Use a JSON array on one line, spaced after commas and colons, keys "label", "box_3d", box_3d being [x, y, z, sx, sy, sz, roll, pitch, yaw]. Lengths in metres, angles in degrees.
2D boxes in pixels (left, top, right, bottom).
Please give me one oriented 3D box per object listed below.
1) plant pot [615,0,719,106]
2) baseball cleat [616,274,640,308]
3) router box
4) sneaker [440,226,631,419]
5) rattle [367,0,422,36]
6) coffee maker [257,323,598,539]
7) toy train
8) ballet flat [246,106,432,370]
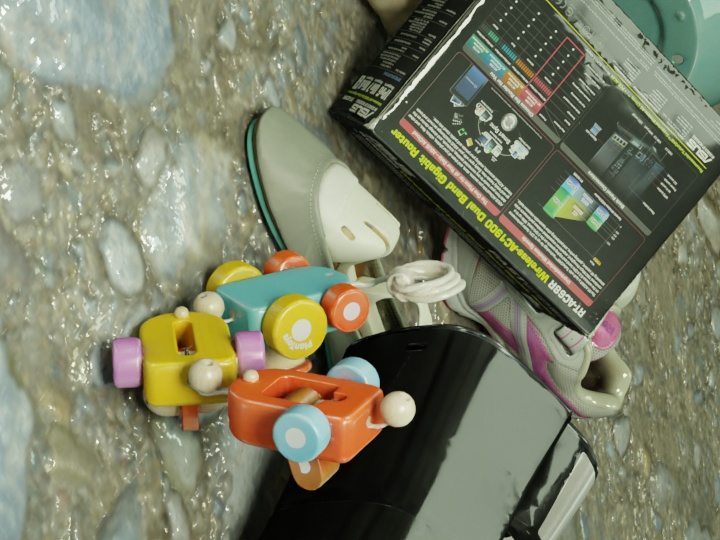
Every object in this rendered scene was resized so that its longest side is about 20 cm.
[{"label": "plant pot", "box_3d": [0.206, -0.196, 1.451, 0.161, 0.201, 0.201, -40, 121, -48]}, {"label": "baseball cleat", "box_3d": [0.123, -0.058, 1.399, 0.106, 0.070, 0.200, 120, -44, -69]}, {"label": "router box", "box_3d": [0.103, -0.081, 1.201, 0.200, 0.062, 0.150, 42, 84, -27]}, {"label": "sneaker", "box_3d": [0.117, 0.019, 1.311, 0.081, 0.088, 0.200, -59, 138, -30]}, {"label": "rattle", "box_3d": [0.050, -0.235, 1.198, 0.130, 0.143, 0.200, -42, 129, -39]}, {"label": "coffee maker", "box_3d": [0.012, 0.126, 0.999, 0.200, 0.135, 0.192, -64, 144, -29]}, {"label": "toy train", "box_3d": [-0.028, 0.048, 0.967, 0.200, 0.150, 0.056, -45, 139, -63]}, {"label": "ballet flat", "box_3d": [0.000, 0.000, 1.120, 0.067, 0.064, 0.200, -54, 132, -54]}]
